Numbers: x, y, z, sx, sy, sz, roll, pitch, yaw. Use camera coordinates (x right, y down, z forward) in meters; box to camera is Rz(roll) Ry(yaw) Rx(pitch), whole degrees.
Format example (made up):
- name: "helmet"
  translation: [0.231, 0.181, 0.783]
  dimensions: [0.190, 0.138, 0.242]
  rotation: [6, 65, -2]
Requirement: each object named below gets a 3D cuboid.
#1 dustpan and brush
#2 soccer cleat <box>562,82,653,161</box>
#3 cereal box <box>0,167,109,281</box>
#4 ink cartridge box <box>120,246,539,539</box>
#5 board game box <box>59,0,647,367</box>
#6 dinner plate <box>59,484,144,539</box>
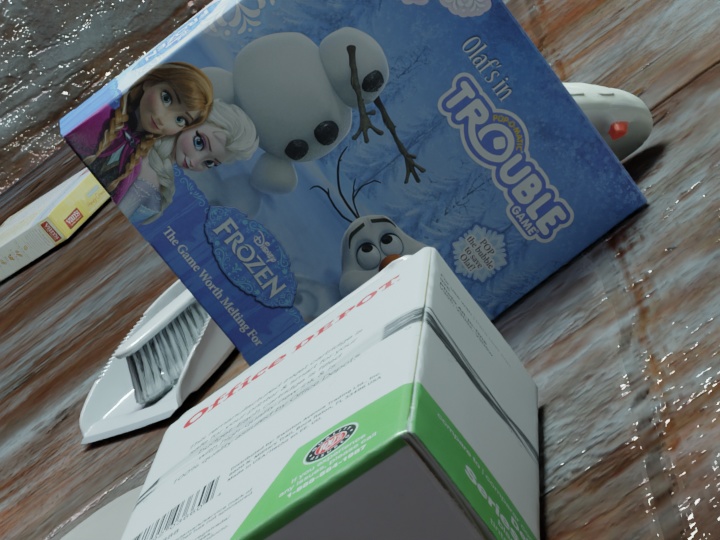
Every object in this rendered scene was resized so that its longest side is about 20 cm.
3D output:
- name: "dustpan and brush"
  translation: [-0.104, 0.018, 1.400]
  dimensions: [0.200, 0.057, 0.140]
  rotation: [-46, 14, -32]
- name: "soccer cleat"
  translation: [0.047, -0.076, 1.099]
  dimensions: [0.200, 0.078, 0.069]
  rotation: [-8, -34, -10]
- name: "cereal box"
  translation: [-0.353, -0.048, 2.407]
  dimensions: [0.200, 0.040, 0.144]
  rotation: [-27, 17, 41]
- name: "ink cartridge box"
  translation: [-0.011, 0.088, 0.821]
  dimensions: [0.146, 0.084, 0.200]
  rotation: [-35, 13, 15]
- name: "board game box"
  translation: [-0.002, -0.051, 1.029]
  dimensions: [0.199, 0.200, 0.043]
  rotation: [-38, 18, 3]
- name: "dinner plate"
  translation: [-0.138, 0.156, 1.089]
  dimensions: [0.200, 0.024, 0.200]
  rotation: [-37, 12, 9]
